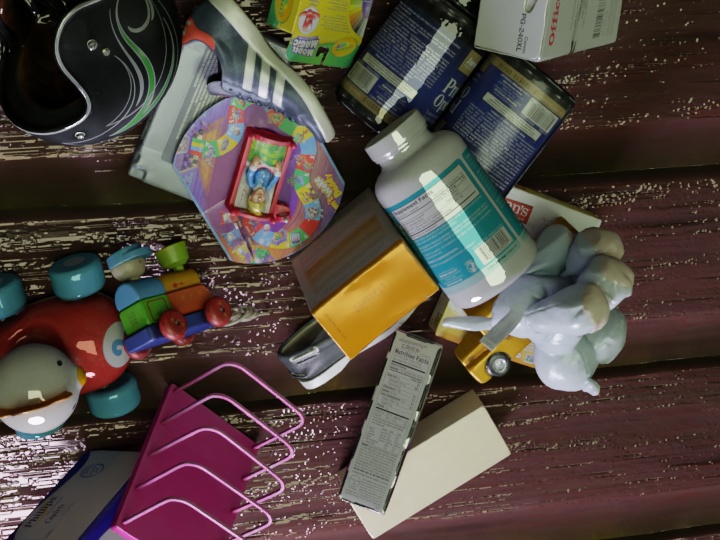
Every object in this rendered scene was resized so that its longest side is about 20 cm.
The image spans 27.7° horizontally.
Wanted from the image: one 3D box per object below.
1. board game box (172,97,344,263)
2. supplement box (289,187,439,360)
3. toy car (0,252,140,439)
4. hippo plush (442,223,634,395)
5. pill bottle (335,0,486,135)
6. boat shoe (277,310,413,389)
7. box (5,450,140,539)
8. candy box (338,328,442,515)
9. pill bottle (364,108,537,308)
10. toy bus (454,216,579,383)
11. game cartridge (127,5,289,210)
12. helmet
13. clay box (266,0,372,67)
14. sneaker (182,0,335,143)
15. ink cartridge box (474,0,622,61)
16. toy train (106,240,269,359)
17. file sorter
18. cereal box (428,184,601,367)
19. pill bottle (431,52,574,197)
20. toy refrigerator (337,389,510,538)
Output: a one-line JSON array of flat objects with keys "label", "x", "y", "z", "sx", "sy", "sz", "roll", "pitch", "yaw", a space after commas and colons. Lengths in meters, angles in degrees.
[{"label": "board game box", "x": -0.105, "y": -0.096, "z": 1.601, "sx": 0.157, "sy": 0.039, "sz": 0.201, "roll": -31, "pitch": 118, "yaw": -3}, {"label": "supplement box", "x": 0.000, "y": 0.000, "z": 1.609, "sx": 0.126, "sy": 0.200, "sz": 0.074, "roll": -38, "pitch": 112, "yaw": 5}, {"label": "toy car", "x": -0.331, "y": 0.111, "z": 1.574, "sx": 0.175, "sy": 0.200, "sz": 0.186, "roll": -14, "pitch": 113, "yaw": -4}, {"label": "hippo plush", "x": 0.233, "y": 0.067, "z": 1.594, "sx": 0.200, "sy": 0.159, "sz": 0.161, "roll": -43, "pitch": 124, "yaw": -16}, {"label": "pill bottle", "x": 0.070, "y": -0.239, "z": 1.585, "sx": 0.111, "sy": 0.112, "sz": 0.201, "roll": 33, "pitch": 100, "yaw": -21}, {"label": "boat shoe", "x": -0.009, "y": 0.056, "z": 1.697, "sx": 0.200, "sy": 0.076, "sz": 0.060, "roll": -43, "pitch": 119, "yaw": 4}, {"label": "box", "x": -0.290, "y": 0.339, "z": 1.669, "sx": 0.104, "sy": 0.184, "sz": 0.202, "roll": -3, "pitch": 115, "yaw": 25}, {"label": "candy box", "x": 0.036, "y": 0.171, "z": 1.680, "sx": 0.060, "sy": 0.136, "sz": 0.202, "roll": 20, "pitch": 87, "yaw": 4}, {"label": "pill bottle", "x": 0.089, "y": -0.068, "z": 1.528, "sx": 0.110, "sy": 0.111, "sz": 0.201, "roll": -36, "pitch": 99, "yaw": 2}, {"label": "toy bus", "x": 0.188, "y": 0.036, "z": 1.695, "sx": 0.200, "sy": 0.065, "sz": 0.078, "roll": -42, "pitch": 113, "yaw": 4}, {"label": "game cartridge", "x": -0.159, "y": -0.173, "z": 1.600, "sx": 0.132, "sy": 0.041, "sz": 0.202, "roll": 22, "pitch": 104, "yaw": -15}, {"label": "helmet", "x": -0.276, "y": -0.227, "z": 1.471, "sx": 0.198, "sy": 0.201, "sz": 0.192, "roll": -13, "pitch": 134, "yaw": -8}, {"label": "clay box", "x": -0.030, "y": -0.319, "z": 1.538, "sx": 0.114, "sy": 0.047, "sz": 0.202, "roll": -1, "pitch": 114, "yaw": -50}, {"label": "sneaker", "x": -0.113, "y": -0.198, "z": 1.546, "sx": 0.084, "sy": 0.075, "sz": 0.200, "roll": -42, "pitch": 104, "yaw": 2}, {"label": "ink cartridge box", "x": 0.207, "y": -0.309, "z": 1.544, "sx": 0.083, "sy": 0.199, "sz": 0.147, "roll": 18, "pitch": 112, "yaw": 29}, {"label": "toy train", "x": -0.194, "y": 0.018, "z": 1.643, "sx": 0.084, "sy": 0.199, "sz": 0.117, "roll": -26, "pitch": 84, "yaw": 40}, {"label": "file sorter", "x": -0.162, "y": 0.225, "z": 1.638, "sx": 0.139, "sy": 0.201, "sz": 0.125, "roll": 39, "pitch": 135, "yaw": -23}, {"label": "cereal box", "x": 0.183, "y": 0.003, "z": 1.739, "sx": 0.143, "sy": 0.040, "sz": 0.202, "roll": 17, "pitch": 105, "yaw": -18}, {"label": "pill bottle", "x": 0.139, "y": -0.142, "z": 1.628, "sx": 0.111, "sy": 0.112, "sz": 0.201, "roll": 34, "pitch": 99, "yaw": -22}, {"label": "toy refrigerator", "x": 0.076, "y": 0.235, "z": 1.787, "sx": 0.199, "sy": 0.070, "sz": 0.076, "roll": -32, "pitch": 106, "yaw": 0}]
